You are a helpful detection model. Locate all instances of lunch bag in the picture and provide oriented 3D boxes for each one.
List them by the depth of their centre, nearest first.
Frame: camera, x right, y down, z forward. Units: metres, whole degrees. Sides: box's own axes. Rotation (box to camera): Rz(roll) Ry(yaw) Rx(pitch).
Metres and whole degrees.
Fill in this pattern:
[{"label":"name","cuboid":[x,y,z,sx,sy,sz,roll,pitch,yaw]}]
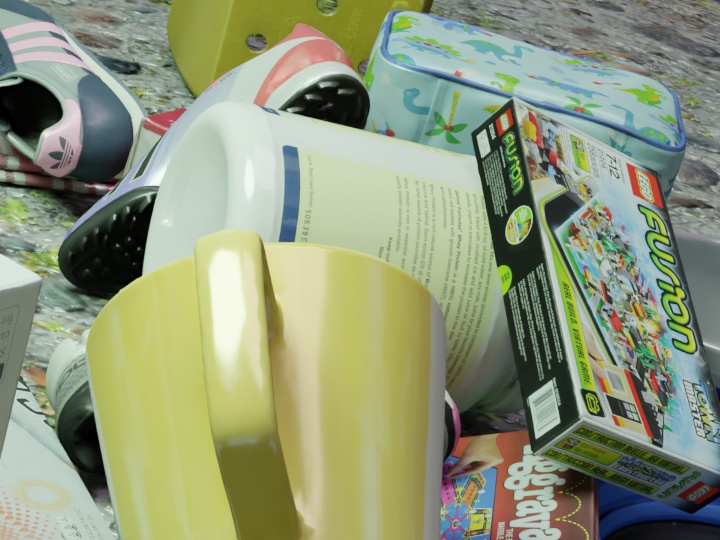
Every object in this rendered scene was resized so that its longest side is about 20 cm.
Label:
[{"label":"lunch bag","cuboid":[0.099,-0.093,1.209,0.200,0.083,0.161,16,22,-3]}]

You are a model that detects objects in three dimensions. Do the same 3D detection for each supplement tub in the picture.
[{"label":"supplement tub","cuboid":[0.000,0.000,1.032,0.200,0.145,0.145,12,21,-24]}]

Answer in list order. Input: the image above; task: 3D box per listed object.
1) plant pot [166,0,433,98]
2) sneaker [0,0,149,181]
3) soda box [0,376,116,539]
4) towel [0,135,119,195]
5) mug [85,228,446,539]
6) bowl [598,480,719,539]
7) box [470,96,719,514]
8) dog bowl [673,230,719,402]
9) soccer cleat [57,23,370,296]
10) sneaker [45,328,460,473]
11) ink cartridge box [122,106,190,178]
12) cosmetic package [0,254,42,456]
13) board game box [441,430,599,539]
[{"label":"plant pot","cuboid":[-0.035,-0.201,1.484,0.200,0.200,0.176,12,33,-10]},{"label":"sneaker","cuboid":[-0.215,-0.120,1.227,0.082,0.070,0.200,-4,30,-46]},{"label":"soda box","cuboid":[-0.165,0.090,0.815,0.068,0.064,0.200,3,25,-29]},{"label":"towel","cuboid":[-0.240,-0.096,1.276,0.200,0.030,0.146,7,23,-22]},{"label":"mug","cuboid":[-0.043,0.085,0.761,0.187,0.149,0.153,34,39,-44]},{"label":"bowl","cuboid":[0.197,0.153,0.945,0.200,0.039,0.201,13,21,-5]},{"label":"box","cuboid":[0.119,0.015,0.973,0.110,0.035,0.200,22,43,-34]},{"label":"dog bowl","cuboid":[0.219,0.051,1.163,0.200,0.079,0.200,13,21,-5]},{"label":"soccer cleat","cuboid":[-0.087,-0.061,1.102,0.068,0.200,0.073,47,10,-44]},{"label":"sneaker","cuboid":[-0.052,0.077,0.916,0.200,0.074,0.087,8,22,-3]},{"label":"ink cartridge box","cuboid":[-0.036,-0.048,1.222,0.148,0.086,0.200,24,24,20]},{"label":"cosmetic package","cuboid":[-0.234,0.062,0.646,0.199,0.200,0.123,26,21,24]},{"label":"board game box","cuboid":[0.057,0.124,0.894,0.103,0.019,0.200,-6,19,9]}]
